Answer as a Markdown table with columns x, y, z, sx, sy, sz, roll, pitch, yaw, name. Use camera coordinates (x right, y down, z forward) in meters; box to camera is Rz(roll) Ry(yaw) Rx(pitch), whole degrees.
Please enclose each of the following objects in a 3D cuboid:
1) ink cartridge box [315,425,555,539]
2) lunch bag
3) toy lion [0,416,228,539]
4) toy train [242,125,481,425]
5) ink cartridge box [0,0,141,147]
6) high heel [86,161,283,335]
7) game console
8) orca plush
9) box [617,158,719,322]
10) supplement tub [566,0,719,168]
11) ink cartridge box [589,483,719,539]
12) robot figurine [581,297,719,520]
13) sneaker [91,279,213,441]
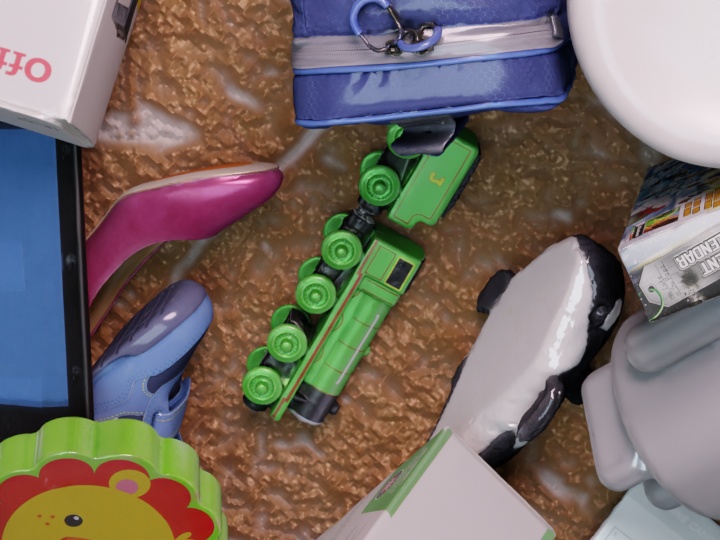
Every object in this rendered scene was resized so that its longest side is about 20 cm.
| x | y | z | sx | sy | sz | roll | pitch | yaw | name |
| --- | --- | --- | --- | --- | --- | --- | --- | --- | --- |
| -0.009 | 0.193 | 1.038 | 0.087 | 0.145 | 0.200 | 44 | 132 | -3 | ink cartridge box |
| 0.037 | -0.126 | 0.947 | 0.135 | 0.200 | 0.133 | -4 | 102 | 12 | lunch bag |
| -0.167 | 0.158 | 1.075 | 0.191 | 0.069 | 0.201 | 1 | 131 | -6 | toy lion |
| 0.000 | 0.000 | 1.075 | 0.056 | 0.042 | 0.201 | 27 | 109 | -8 | toy train |
| -0.177 | -0.180 | 1.005 | 0.147 | 0.086 | 0.201 | 17 | 87 | 6 | ink cartridge box |
| -0.119 | 0.006 | 1.080 | 0.199 | 0.067 | 0.096 | -17 | 91 | 20 | high heel |
| -0.243 | -0.002 | 1.058 | 0.171 | 0.119 | 0.201 | -4 | 93 | -26 | game console |
| 0.095 | 0.072 | 1.060 | 0.071 | 0.105 | 0.201 | 15 | 107 | -26 | orca plush |
| 0.197 | -0.040 | 0.939 | 0.136 | 0.200 | 0.040 | -23 | 97 | 17 | box |
| 0.173 | -0.135 | 0.918 | 0.144 | 0.200 | 0.146 | 3 | 105 | 10 | supplement tub |
| 0.155 | 0.233 | 1.113 | 0.160 | 0.047 | 0.200 | 38 | 92 | 0 | ink cartridge box |
| 0.201 | 0.047 | 0.968 | 0.200 | 0.169 | 0.113 | -31 | 55 | 33 | robot figurine |
| -0.126 | 0.091 | 1.109 | 0.082 | 0.074 | 0.200 | 34 | 116 | -1 | sneaker |
